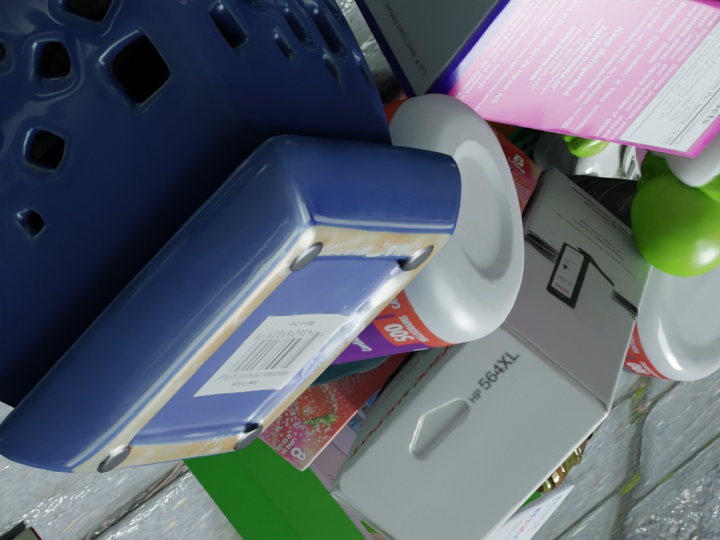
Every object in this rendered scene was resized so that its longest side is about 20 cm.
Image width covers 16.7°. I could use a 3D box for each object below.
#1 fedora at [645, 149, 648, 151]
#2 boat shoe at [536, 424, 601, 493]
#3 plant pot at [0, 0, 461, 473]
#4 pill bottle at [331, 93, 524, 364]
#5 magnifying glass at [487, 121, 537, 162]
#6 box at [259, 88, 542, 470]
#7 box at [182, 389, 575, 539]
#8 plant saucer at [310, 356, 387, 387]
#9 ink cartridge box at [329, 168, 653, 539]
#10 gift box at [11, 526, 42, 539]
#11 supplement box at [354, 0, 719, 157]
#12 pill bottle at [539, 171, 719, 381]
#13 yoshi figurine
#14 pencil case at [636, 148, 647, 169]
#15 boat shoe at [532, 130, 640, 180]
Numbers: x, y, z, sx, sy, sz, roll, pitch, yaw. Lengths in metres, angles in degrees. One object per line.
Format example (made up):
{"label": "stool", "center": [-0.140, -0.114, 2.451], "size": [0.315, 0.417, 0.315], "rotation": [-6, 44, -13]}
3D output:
{"label": "fedora", "center": [0.212, -0.136, 1.427], "size": [0.090, 0.178, 0.200], "rotation": [-2, 148, -41]}
{"label": "boat shoe", "center": [0.050, 0.060, 1.488], "size": [0.068, 0.199, 0.072], "rotation": [-53, 165, -22]}
{"label": "plant pot", "center": [-0.087, -0.032, 0.997], "size": [0.200, 0.180, 0.200], "rotation": [-46, 162, 17]}
{"label": "pill bottle", "center": [-0.032, -0.010, 1.134], "size": [0.199, 0.113, 0.112], "rotation": [-11, 178, 28]}
{"label": "magnifying glass", "center": [0.095, -0.088, 1.532], "size": [0.080, 0.022, 0.200], "rotation": [-44, 163, 13]}
{"label": "box", "center": [0.000, 0.000, 1.372], "size": [0.200, 0.095, 0.103], "rotation": [-49, -175, 27]}
{"label": "box", "center": [0.002, 0.114, 1.536], "size": [0.176, 0.200, 0.097], "rotation": [-22, 156, -43]}
{"label": "plant saucer", "center": [-0.042, -0.013, 1.260], "size": [0.199, 0.028, 0.201], "rotation": [-7, 135, -7]}
{"label": "ink cartridge box", "center": [0.076, 0.054, 1.333], "size": [0.146, 0.084, 0.200], "rotation": [-49, -174, 28]}
{"label": "gift box", "center": [-0.226, 0.304, 1.548], "size": [0.186, 0.200, 0.185], "rotation": [-34, 158, -15]}
{"label": "supplement box", "center": [0.105, -0.133, 1.188], "size": [0.199, 0.102, 0.103], "rotation": [7, 134, -42]}
{"label": "pill bottle", "center": [0.131, -0.001, 1.502], "size": [0.115, 0.199, 0.117], "rotation": [-9, 102, -47]}
{"label": "yoshi figurine", "center": [0.152, -0.073, 1.366], "size": [0.112, 0.200, 0.112], "rotation": [-34, 158, -29]}
{"label": "pencil case", "center": [0.216, -0.057, 1.777], "size": [0.200, 0.086, 0.083], "rotation": [-52, -169, 36]}
{"label": "boat shoe", "center": [0.154, -0.061, 1.582], "size": [0.071, 0.069, 0.200], "rotation": [-35, 163, -13]}
